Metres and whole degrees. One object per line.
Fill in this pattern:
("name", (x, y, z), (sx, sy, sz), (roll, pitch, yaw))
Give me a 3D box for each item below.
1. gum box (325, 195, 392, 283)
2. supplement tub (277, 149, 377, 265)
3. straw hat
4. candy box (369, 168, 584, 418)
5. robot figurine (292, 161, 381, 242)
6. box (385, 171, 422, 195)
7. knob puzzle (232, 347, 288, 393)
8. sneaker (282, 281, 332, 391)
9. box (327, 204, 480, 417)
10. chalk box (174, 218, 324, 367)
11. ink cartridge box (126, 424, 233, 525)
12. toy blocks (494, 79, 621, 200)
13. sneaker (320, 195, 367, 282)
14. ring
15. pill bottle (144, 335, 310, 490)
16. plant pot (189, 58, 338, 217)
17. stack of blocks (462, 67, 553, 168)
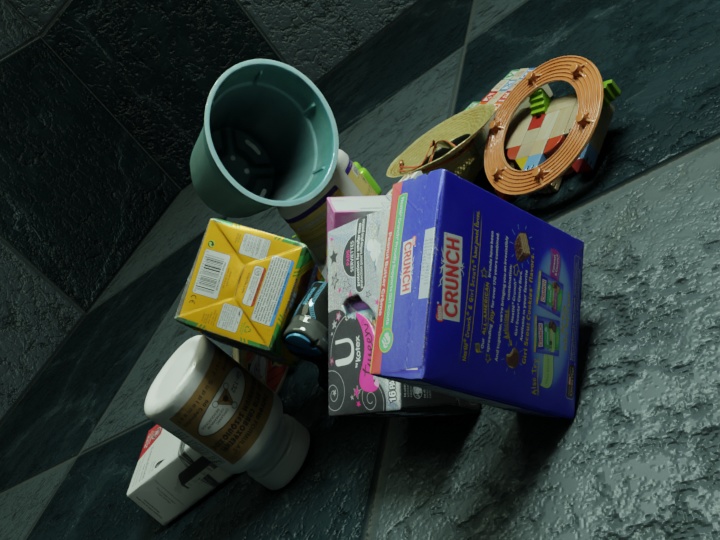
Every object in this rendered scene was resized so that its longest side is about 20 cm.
("gum box", (0.054, -0.034, 0.823), (0.193, 0.117, 0.066), (-3, 22, -11))
("supplement tub", (-0.026, -0.077, 1.033), (0.144, 0.201, 0.147), (-33, 24, 17))
("straw hat", (0.143, -0.172, 1.003), (0.198, 0.086, 0.202), (-31, 19, 11))
("candy box", (0.111, 0.029, 0.563), (0.076, 0.196, 0.174), (-10, 66, 51))
("robot figurine", (-0.053, -0.120, 1.258), (0.200, 0.116, 0.176), (-43, 35, -1))
("box", (0.121, -0.185, 1.183), (0.200, 0.042, 0.039), (-48, 24, -7))
("knob puzzle", (-0.131, 0.108, 0.957), (0.030, 0.224, 0.222), (3, 42, 18))
("sneaker", (-0.022, 0.094, 0.755), (0.071, 0.202, 0.084), (7, 59, 24))
("box", (0.041, 0.053, 0.683), (0.113, 0.130, 0.207), (-19, 67, 45))
("chalk box", (-0.122, 0.038, 0.783), (0.200, 0.120, 0.128), (67, -140, -75))
("ink cartridge box", (-0.242, 0.260, 0.958), (0.198, 0.084, 0.145), (-37, 23, 12))
("toy blocks", (0.262, -0.171, 0.887), (0.198, 0.099, 0.139), (-4, 56, 57))
("sneaker", (0.000, 0.000, 0.923), (0.069, 0.109, 0.203), (-14, -42, -43))
("ring", (0.237, -0.199, 0.852), (0.199, 0.019, 0.205), (-37, 42, 42))
("pill bottle", (-0.161, 0.186, 0.794), (0.114, 0.200, 0.116), (-37, 25, 21))
("plant pot", (-0.161, -0.174, 0.936), (0.202, 0.200, 0.195), (-53, 18, -25))
("stack of blocks", (0.230, -0.267, 1.120), (0.200, 0.059, 0.115), (-45, 23, -3))
